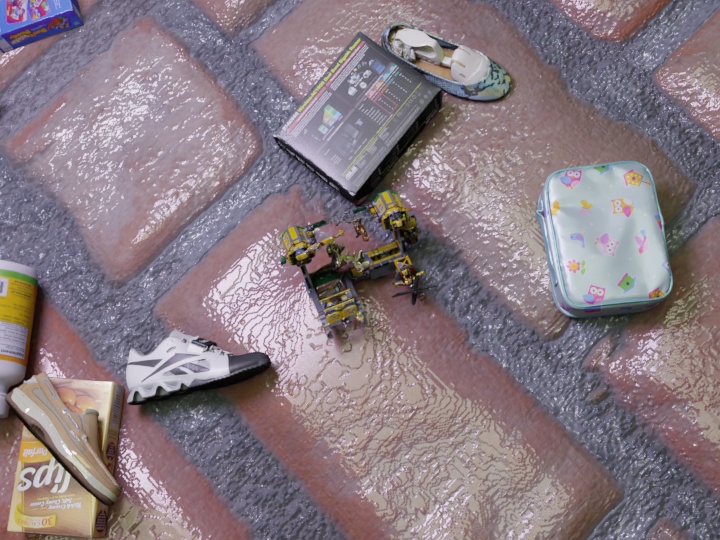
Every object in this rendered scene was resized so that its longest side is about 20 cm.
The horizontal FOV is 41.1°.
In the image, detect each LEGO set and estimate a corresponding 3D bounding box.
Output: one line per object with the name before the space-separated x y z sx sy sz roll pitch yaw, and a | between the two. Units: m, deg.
LEGO set | 0.000 0.000 1.242 0.198 0.155 0.116 -16 46 -10

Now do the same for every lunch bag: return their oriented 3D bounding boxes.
lunch bag | 0.315 -0.042 1.264 0.159 0.077 0.202 -8 74 5

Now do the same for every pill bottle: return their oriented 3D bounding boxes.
pill bottle | -0.503 0.093 1.291 0.110 0.111 0.202 2 75 6

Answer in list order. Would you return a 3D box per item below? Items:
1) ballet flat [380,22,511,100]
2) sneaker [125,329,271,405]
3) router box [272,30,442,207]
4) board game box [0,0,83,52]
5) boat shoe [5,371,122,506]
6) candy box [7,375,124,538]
ballet flat | 0.118 -0.298 1.357 0.198 0.074 0.075 20 78 10
sneaker | -0.219 0.117 1.275 0.198 0.074 0.089 -11 76 2
router box | -0.002 -0.211 1.346 0.149 0.062 0.200 38 83 13
board game box | -0.517 -0.451 1.473 0.133 0.045 0.202 -18 74 1
boat shoe | -0.361 0.206 1.216 0.200 0.072 0.076 44 65 11
candy box | -0.386 0.246 1.267 0.114 0.055 0.202 3 74 5
